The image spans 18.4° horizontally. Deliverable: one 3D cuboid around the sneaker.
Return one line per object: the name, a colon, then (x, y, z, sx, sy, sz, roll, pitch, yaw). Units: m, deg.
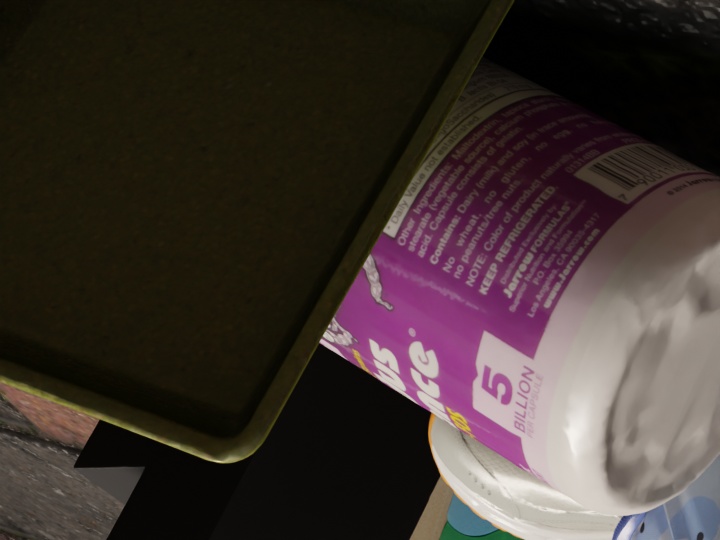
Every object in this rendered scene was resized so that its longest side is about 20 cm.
sneaker: (0.128, 0.081, 0.925, 0.199, 0.076, 0.092, 20, 151, 1)

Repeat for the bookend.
bookend: (-0.069, 0.117, 1.053, 0.092, 0.201, 0.198, 38, 156, -24)

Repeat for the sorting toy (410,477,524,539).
sorting toy: (0.084, 0.172, 1.012, 0.199, 0.186, 0.036, 16, 172, 26)

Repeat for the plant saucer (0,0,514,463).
plant saucer: (-0.066, -0.041, 0.682, 0.199, 0.201, 0.048, 18, 152, 25)

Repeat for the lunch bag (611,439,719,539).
lunch bag: (0.191, 0.099, 0.741, 0.200, 0.076, 0.160, -37, 125, 25)

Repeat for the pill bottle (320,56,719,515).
pill bottle: (0.033, -0.012, 0.733, 0.200, 0.112, 0.112, 31, 164, 34)
